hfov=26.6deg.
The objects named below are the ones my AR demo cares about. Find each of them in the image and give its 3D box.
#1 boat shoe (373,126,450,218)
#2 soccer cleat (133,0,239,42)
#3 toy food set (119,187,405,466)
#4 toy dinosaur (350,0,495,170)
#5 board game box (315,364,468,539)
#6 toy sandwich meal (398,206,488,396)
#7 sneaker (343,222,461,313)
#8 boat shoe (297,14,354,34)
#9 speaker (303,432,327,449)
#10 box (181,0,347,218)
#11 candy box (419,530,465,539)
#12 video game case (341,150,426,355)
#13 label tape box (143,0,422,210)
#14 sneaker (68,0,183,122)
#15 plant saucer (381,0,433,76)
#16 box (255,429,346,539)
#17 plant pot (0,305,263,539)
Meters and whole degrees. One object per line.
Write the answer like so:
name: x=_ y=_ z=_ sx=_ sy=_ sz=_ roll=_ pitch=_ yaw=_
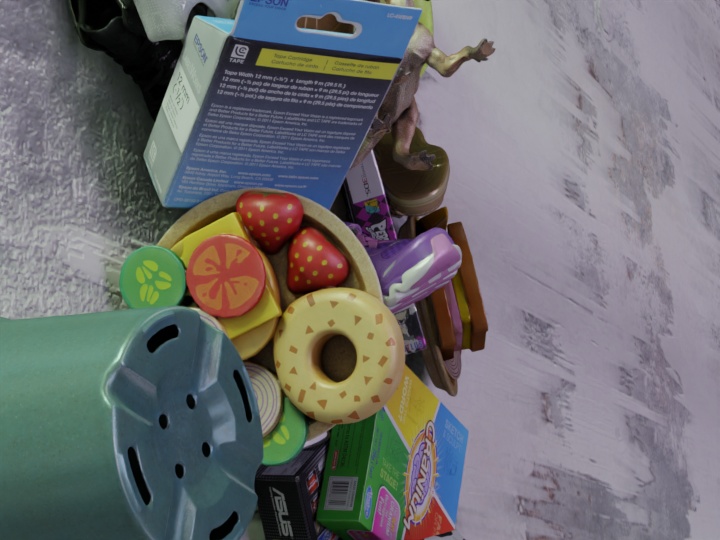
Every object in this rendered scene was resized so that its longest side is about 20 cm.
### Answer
boat shoe: x=0.049 y=-0.085 z=1.460 sx=0.200 sy=0.071 sz=0.065 roll=-103 pitch=-178 yaw=-68
soccer cleat: x=-0.120 y=-0.218 z=1.168 sx=0.200 sy=0.069 sz=0.087 roll=-33 pitch=114 yaw=-63
toy food set: x=-0.078 y=0.041 z=1.121 sx=0.201 sy=0.197 sz=0.049 roll=64 pitch=12 yaw=3
toy dinosaur: x=0.020 y=-0.164 z=1.214 sx=0.085 sy=0.201 sz=0.136 roll=6 pitch=31 yaw=-34
board game box: x=0.032 y=0.173 z=1.311 sx=0.200 sy=0.040 sz=0.154 roll=47 pitch=47 yaw=-54
toy sandwich meal: x=0.089 y=0.026 z=1.493 sx=0.205 sy=0.070 sz=0.207 roll=-13 pitch=90 yaw=-83
sneaker: x=0.000 y=0.000 z=1.191 sx=0.080 sy=0.200 sz=0.089 roll=-22 pitch=85 yaw=-35
boat shoe: x=-0.054 y=-0.195 z=1.207 sx=0.200 sy=0.069 sz=0.071 roll=19 pitch=82 yaw=-67
speaker: x=-0.086 y=0.044 z=1.216 sx=0.081 sy=0.081 sz=0.202 roll=-21 pitch=99 yaw=-61
box: x=-0.088 y=-0.124 z=1.273 sx=0.095 sy=0.077 sz=0.202 roll=-37 pitch=113 yaw=-59
candy box: x=0.002 y=0.298 z=1.179 sx=0.072 sy=0.168 sz=0.199 roll=43 pitch=23 yaw=27
video game case: x=0.011 y=-0.032 z=1.370 sx=0.200 sy=0.036 sz=0.183 roll=-112 pitch=-174 yaw=-79
label tape box: x=-0.061 y=-0.135 z=1.122 sx=0.142 sy=0.201 sz=0.066 roll=2 pitch=42 yaw=-30
sneaker: x=-0.175 y=-0.177 z=1.156 sx=0.104 sy=0.060 sz=0.201 roll=-25 pitch=97 yaw=-62
plant saucer: x=0.017 y=-0.289 z=1.573 sx=0.200 sy=0.031 sz=0.202 roll=29 pitch=57 yaw=-56
box: x=-0.016 y=0.201 z=1.306 sx=0.200 sy=0.044 sz=0.162 roll=-42 pitch=125 yaw=-58
plant pot: x=-0.176 y=0.109 z=0.908 sx=0.200 sy=0.195 sz=0.202 roll=27 pitch=58 yaw=-55
